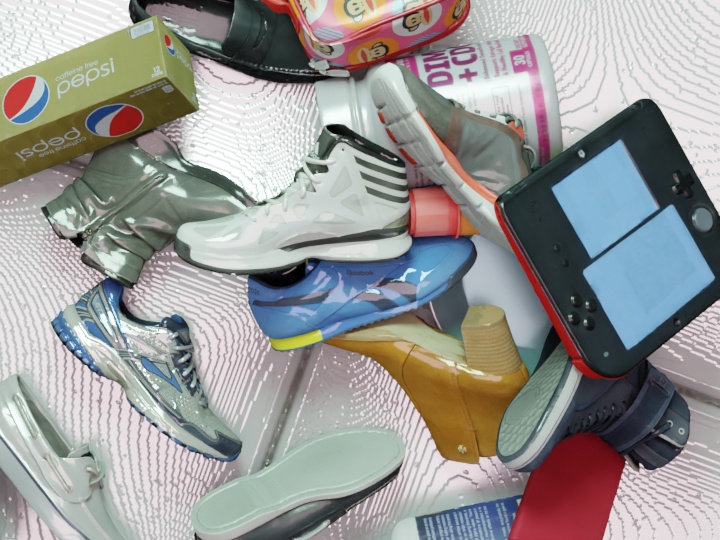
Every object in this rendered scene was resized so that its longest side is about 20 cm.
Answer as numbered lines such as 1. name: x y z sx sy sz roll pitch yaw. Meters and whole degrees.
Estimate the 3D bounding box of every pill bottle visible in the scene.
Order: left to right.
1. pill bottle: 0.066 -0.130 1.619 0.198 0.113 0.114 -10 92 0
2. pill bottle: 0.089 0.260 1.635 0.198 0.111 0.112 -12 92 0

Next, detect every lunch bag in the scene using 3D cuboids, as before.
1. lunch bag: -0.014 -0.270 1.602 0.175 0.082 0.201 -21 69 -1

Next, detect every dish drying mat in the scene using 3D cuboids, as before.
1. dish drying mat: 0.178 0.184 1.606 0.076 0.200 0.018 32 130 -3

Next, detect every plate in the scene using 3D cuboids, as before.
1. plate: 0.154 0.002 1.669 0.198 0.026 0.202 0 93 -1

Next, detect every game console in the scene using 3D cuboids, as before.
1. game console: 0.216 -0.025 1.559 0.199 0.031 0.178 -34 101 -32

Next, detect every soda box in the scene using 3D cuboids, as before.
1. soda box: -0.242 -0.141 1.610 0.199 0.068 0.064 -19 63 14

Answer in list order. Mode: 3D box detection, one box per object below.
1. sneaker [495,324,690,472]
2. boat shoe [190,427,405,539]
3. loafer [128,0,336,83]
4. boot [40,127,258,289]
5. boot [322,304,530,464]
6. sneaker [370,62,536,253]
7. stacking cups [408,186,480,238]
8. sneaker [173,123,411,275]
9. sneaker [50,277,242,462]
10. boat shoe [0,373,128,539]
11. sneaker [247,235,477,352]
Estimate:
1. sneaker: 0.200 0.131 1.583 0.146 0.203 0.077 48 134 -11
2. boat shoe: -0.051 0.199 1.659 0.199 0.076 0.061 -18 130 -9
3. loafer: -0.103 -0.204 1.637 0.199 0.070 0.069 14 93 -1
4. boot: -0.167 -0.035 1.640 0.199 0.068 0.131 34 84 7
5. boot: 0.052 0.100 1.650 0.200 0.071 0.145 1 120 25
6. sneaker: 0.088 -0.105 1.543 0.082 0.077 0.200 -47 114 -11
7. stacking cups: 0.137 -0.053 1.619 0.198 0.061 0.061 -4 92 -4
8. sneaker: -0.056 -0.065 1.555 0.199 0.076 0.116 -5 113 -12
9. sneaker: -0.171 0.084 1.647 0.200 0.077 0.085 42 87 -2
10. boat shoe: -0.256 0.178 1.654 0.066 0.072 0.200 -41 84 6
11. sneaker: 0.000 0.000 1.615 0.199 0.066 0.079 -20 113 2
